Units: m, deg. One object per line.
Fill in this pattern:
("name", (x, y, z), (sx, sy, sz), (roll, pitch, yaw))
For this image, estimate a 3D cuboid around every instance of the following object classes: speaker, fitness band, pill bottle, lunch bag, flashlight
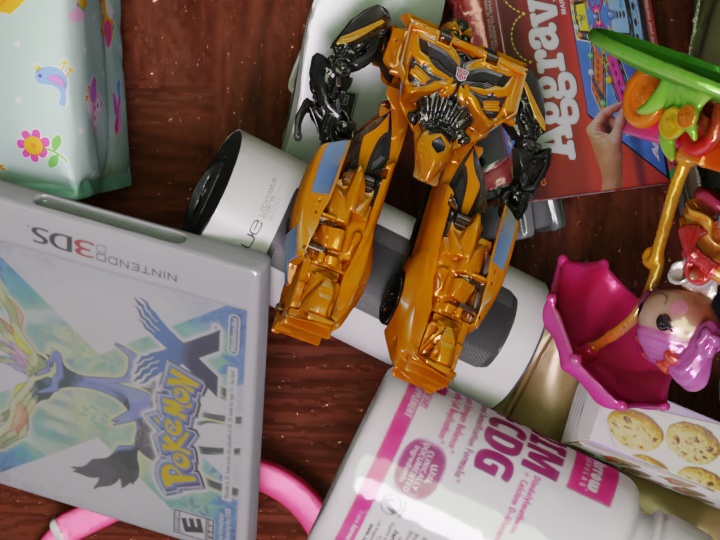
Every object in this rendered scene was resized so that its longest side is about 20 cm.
("speaker", (0.000, 0.000, 1.573), (0.199, 0.081, 0.081), (27, 95, -14))
("fitness band", (-0.103, 0.186, 1.661), (0.199, 0.037, 0.144), (-24, 92, 6))
("pill bottle", (0.082, 0.143, 1.554), (0.199, 0.113, 0.114), (26, 95, 0))
("lunch bag", (-0.239, -0.121, 1.611), (0.199, 0.122, 0.171), (0, 96, 12))
("flashlight", (0.065, -0.115, 1.618), (0.068, 0.068, 0.201), (-12, 92, 25))

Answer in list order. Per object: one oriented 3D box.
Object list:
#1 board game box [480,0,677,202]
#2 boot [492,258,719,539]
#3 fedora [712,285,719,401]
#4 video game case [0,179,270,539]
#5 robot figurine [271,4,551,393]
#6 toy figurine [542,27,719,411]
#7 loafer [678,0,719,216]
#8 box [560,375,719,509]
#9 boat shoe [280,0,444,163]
("board game box", (0.117, -0.142, 1.602), (0.103, 0.019, 0.201), (-8, 87, -26))
("boot", (0.163, 0.113, 1.630), (0.199, 0.066, 0.176), (30, 102, 0))
("fedora", (0.265, -0.001, 1.584), (0.200, 0.201, 0.092), (-40, 59, 5))
("video game case", (-0.139, 0.054, 1.577), (0.182, 0.022, 0.201), (15, 127, 15))
("robot figurine", (0.030, -0.045, 1.517), (0.144, 0.058, 0.201), (21, 73, -15))
("toy figurine", (0.172, -0.009, 1.490), (0.150, 0.200, 0.185), (14, 101, -34))
("loafer", (0.220, -0.111, 1.605), (0.075, 0.070, 0.201), (4, 94, 3))
("box", (0.207, 0.112, 1.587), (0.199, 0.039, 0.042), (24, 75, -17))
("boat shoe", (-0.008, -0.112, 1.609), (0.070, 0.064, 0.201), (18, 107, -10))
